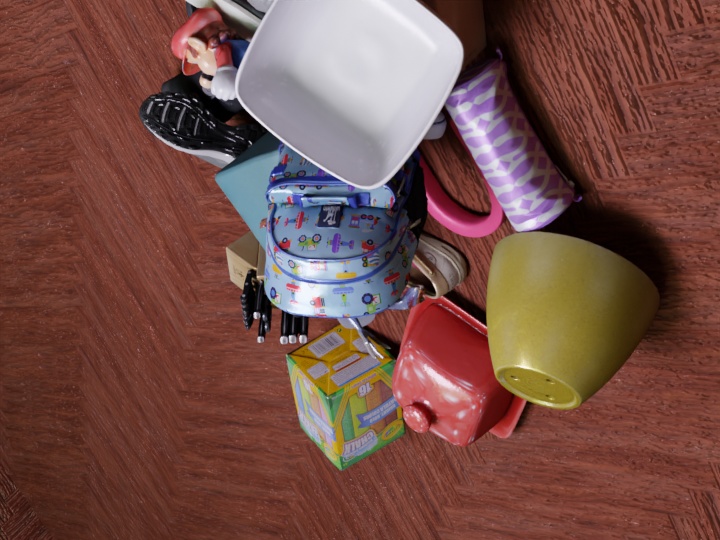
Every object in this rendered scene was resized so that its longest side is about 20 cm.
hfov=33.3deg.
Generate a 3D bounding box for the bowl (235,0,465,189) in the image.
[{"bbox_3d":[-0.006,-0.207,1.227,0.199,0.075,0.201,35,113,0],"label":"bowl"}]

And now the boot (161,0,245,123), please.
[{"bbox_3d":[-0.212,-0.277,1.615,0.166,0.066,0.199,56,149,-10],"label":"boot"}]

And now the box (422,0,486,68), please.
[{"bbox_3d":[0.069,-0.307,1.250,0.077,0.095,0.202,18,137,32],"label":"box"}]

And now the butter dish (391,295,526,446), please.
[{"bbox_3d":[0.112,0.158,1.616,0.199,0.148,0.201,35,143,17],"label":"butter dish"}]

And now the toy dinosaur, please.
[{"bbox_3d":[0.000,0.000,1.488,0.105,0.181,0.201,-43,64,14],"label":"toy dinosaur"}]

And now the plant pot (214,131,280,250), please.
[{"bbox_3d":[-0.053,-0.122,1.515,0.142,0.141,0.199,55,146,-12],"label":"plant pot"}]

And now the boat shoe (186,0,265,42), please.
[{"bbox_3d":[-0.156,-0.339,1.480,0.199,0.062,0.073,33,165,10],"label":"boat shoe"}]

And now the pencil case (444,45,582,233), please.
[{"bbox_3d":[0.165,-0.137,1.328,0.085,0.084,0.201,-28,108,18],"label":"pencil case"}]

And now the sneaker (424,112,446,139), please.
[{"bbox_3d":[0.024,-0.220,1.376,0.200,0.073,0.071,40,130,30],"label":"sneaker"}]

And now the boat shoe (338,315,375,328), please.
[{"bbox_3d":[-0.031,0.008,1.651,0.201,0.073,0.066,73,-179,-57],"label":"boat shoe"}]

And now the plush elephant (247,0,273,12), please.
[{"bbox_3d":[-0.040,-0.320,1.309,0.153,0.201,0.166,16,118,-3],"label":"plush elephant"}]

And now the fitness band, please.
[{"bbox_3d":[0.106,-0.131,1.438,0.143,0.037,0.201,-12,114,54],"label":"fitness band"}]

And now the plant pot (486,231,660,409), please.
[{"bbox_3d":[0.222,0.071,1.358,0.198,0.143,0.201,20,158,8],"label":"plant pot"}]

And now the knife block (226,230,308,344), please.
[{"bbox_3d":[-0.089,0.007,1.619,0.175,0.199,0.065,34,145,31],"label":"knife block"}]

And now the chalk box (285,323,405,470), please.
[{"bbox_3d":[-0.017,0.201,1.794,0.124,0.124,0.202,40,150,44],"label":"chalk box"}]

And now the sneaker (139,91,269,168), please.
[{"bbox_3d":[-0.205,-0.175,1.619,0.198,0.075,0.079,21,161,-15],"label":"sneaker"}]

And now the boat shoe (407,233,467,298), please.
[{"bbox_3d":[0.042,-0.023,1.580,0.198,0.069,0.074,24,140,29],"label":"boat shoe"}]

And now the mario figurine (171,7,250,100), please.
[{"bbox_3d":[-0.147,-0.237,1.451,0.198,0.107,0.124,26,168,27],"label":"mario figurine"}]

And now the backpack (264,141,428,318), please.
[{"bbox_3d":[-0.024,-0.048,1.314,0.180,0.201,0.136,4,135,13],"label":"backpack"}]
